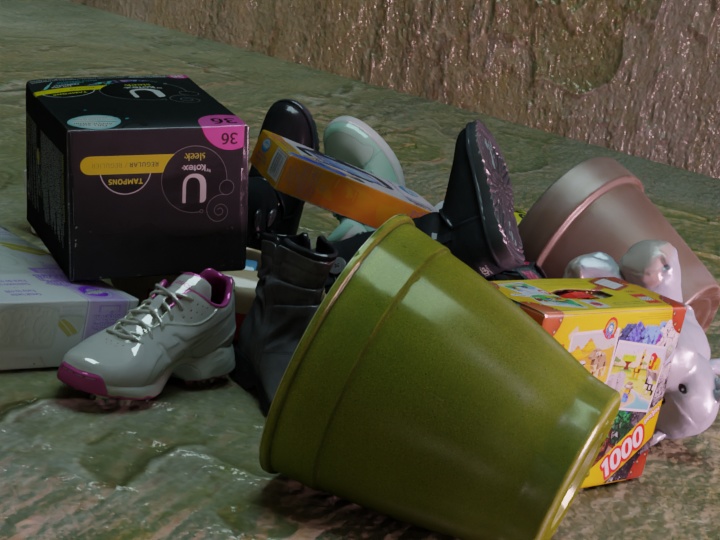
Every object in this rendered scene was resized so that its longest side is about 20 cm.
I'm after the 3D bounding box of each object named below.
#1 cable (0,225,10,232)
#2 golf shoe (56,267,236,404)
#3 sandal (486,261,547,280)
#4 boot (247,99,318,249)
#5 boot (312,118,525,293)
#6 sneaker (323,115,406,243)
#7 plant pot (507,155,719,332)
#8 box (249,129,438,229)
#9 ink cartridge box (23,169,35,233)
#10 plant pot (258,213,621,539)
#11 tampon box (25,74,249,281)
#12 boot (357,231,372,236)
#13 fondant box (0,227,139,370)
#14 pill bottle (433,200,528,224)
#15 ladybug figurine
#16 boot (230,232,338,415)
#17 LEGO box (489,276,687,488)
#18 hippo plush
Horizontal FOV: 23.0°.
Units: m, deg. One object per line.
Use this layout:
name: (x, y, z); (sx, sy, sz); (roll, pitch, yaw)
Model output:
cable: (-0.381, -0.059, 1.678); (0.097, 0.051, 0.200); (10, 14, -20)
golf shoe: (-0.160, 0.046, 1.358); (0.075, 0.092, 0.200); (20, 15, 23)
sandal: (0.176, 0.032, 1.678); (0.200, 0.045, 0.075); (39, 15, -17)
boot: (-0.115, -0.089, 1.800); (0.065, 0.166, 0.200); (10, 10, 22)
boot: (0.039, -0.036, 1.607); (0.066, 0.199, 0.165); (45, 30, -43)
sneaker: (-0.006, -0.063, 1.816); (0.074, 0.201, 0.118); (-26, -7, 35)
plant pot: (0.259, 0.015, 1.779); (0.173, 0.201, 0.200); (39, 23, 26)
box: (-0.001, -0.074, 1.717); (0.199, 0.042, 0.119); (19, 10, -21)
ink cartridge box: (-0.231, -0.083, 1.808); (0.117, 0.068, 0.200); (-13, -4, 35)
plant pot: (0.065, 0.096, 1.202); (0.192, 0.201, 0.200); (29, 16, 13)
tampon box: (-0.192, -0.082, 1.486); (0.149, 0.127, 0.200); (-4, 18, -20)
boot: (0.000, 0.000, 1.688); (0.199, 0.097, 0.075); (23, 1, 31)
fondant box: (-0.295, 0.018, 1.415); (0.200, 0.059, 0.144); (25, 17, 39)
pill bottle: (0.133, -0.020, 1.923); (0.199, 0.105, 0.104); (9, 13, -20)
ladybug figurine: (-0.127, 0.019, 1.552); (0.199, 0.072, 0.136); (12, 13, -1)
boot: (-0.041, 0.046, 1.385); (0.070, 0.132, 0.200); (5, 15, -36)
LEGO box: (0.153, 0.087, 1.366); (0.077, 0.150, 0.199); (23, 16, 38)
hippo plush: (0.247, 0.091, 1.569); (0.200, 0.159, 0.161); (52, 19, -24)
